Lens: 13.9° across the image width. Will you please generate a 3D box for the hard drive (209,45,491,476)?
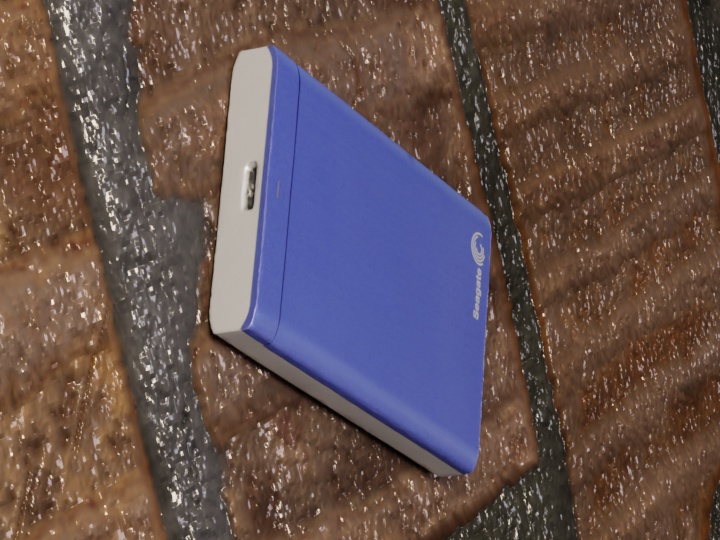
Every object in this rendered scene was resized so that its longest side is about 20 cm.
[{"bbox_3d":[0.000,0.000,1.331,0.200,0.025,0.132,36,53,-52],"label":"hard drive"}]
